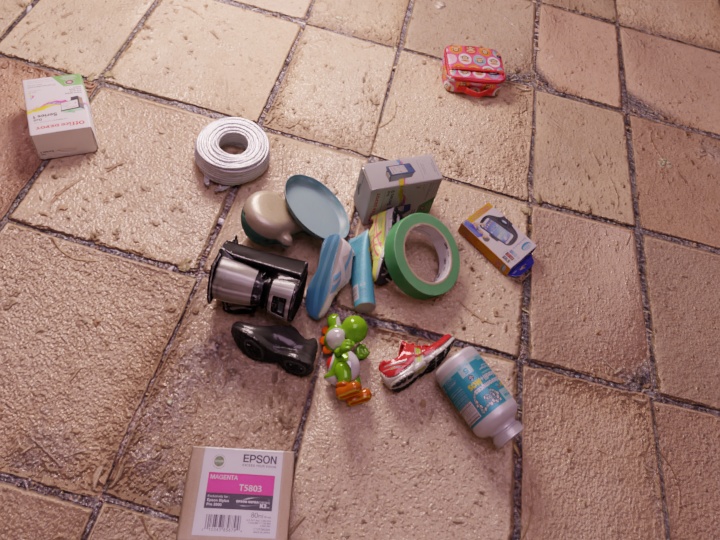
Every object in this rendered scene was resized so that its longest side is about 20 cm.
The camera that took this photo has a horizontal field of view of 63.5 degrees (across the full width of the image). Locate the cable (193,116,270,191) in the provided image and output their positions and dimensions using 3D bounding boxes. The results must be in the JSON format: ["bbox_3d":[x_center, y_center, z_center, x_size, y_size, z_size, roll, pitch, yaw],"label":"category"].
[{"bbox_3d":[-0.335,-0.314,1.518,0.197,0.070,0.202,-20,63,-21],"label":"cable"}]

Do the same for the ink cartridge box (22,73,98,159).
[{"bbox_3d":[-0.763,-0.394,1.480,0.142,0.084,0.203,-14,62,-19],"label":"ink cartridge box"}]

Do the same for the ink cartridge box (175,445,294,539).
[{"bbox_3d":[-0.223,0.418,1.067,0.195,0.076,0.168,5,58,-7],"label":"ink cartridge box"}]

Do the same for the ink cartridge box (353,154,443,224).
[{"bbox_3d":[0.092,-0.206,1.483,0.196,0.146,0.089,-10,60,-17],"label":"ink cartridge box"}]

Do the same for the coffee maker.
[{"bbox_3d":[-0.219,0.008,1.295,0.196,0.136,0.195,15,55,-1],"label":"coffee maker"}]

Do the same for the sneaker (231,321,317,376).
[{"bbox_3d":[-0.183,0.154,1.255,0.197,0.076,0.092,25,46,-2],"label":"sneaker"}]

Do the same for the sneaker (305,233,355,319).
[{"bbox_3d":[-0.065,0.022,1.347,0.076,0.080,0.203,3,67,42],"label":"sneaker"}]

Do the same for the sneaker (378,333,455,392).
[{"bbox_3d":[0.125,0.183,1.285,0.198,0.078,0.085,-27,60,-25],"label":"sneaker"}]

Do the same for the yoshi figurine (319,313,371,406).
[{"bbox_3d":[-0.017,0.176,1.250,0.110,0.113,0.203,4,53,-27],"label":"yoshi figurine"}]

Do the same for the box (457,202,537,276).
[{"bbox_3d":[0.365,-0.077,1.516,0.118,0.042,0.200,-35,67,-27],"label":"box"}]

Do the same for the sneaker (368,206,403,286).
[{"bbox_3d":[0.049,-0.056,1.432,0.089,0.078,0.204,-4,63,32],"label":"sneaker"}]

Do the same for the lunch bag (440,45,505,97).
[{"bbox_3d":[0.355,-0.624,1.845,0.195,0.082,0.179,2,61,-7],"label":"lunch bag"}]

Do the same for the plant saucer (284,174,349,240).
[{"bbox_3d":[-0.111,-0.150,1.432,0.198,0.027,0.202,32,37,-27],"label":"plant saucer"}]

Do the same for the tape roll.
[{"bbox_3d":[0.149,-0.035,1.393,0.197,0.048,0.205,10,71,-30],"label":"tape roll"}]

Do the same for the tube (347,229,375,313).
[{"bbox_3d":[0.000,0.000,1.387,0.077,0.050,0.203,-24,56,27],"label":"tube"}]

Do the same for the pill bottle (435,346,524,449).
[{"bbox_3d":[0.255,0.271,1.229,0.110,0.111,0.201,-26,66,-25],"label":"pill bottle"}]

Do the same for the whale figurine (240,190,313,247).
[{"bbox_3d":[-0.198,-0.114,1.414,0.197,0.104,0.161,6,52,-37],"label":"whale figurine"}]
